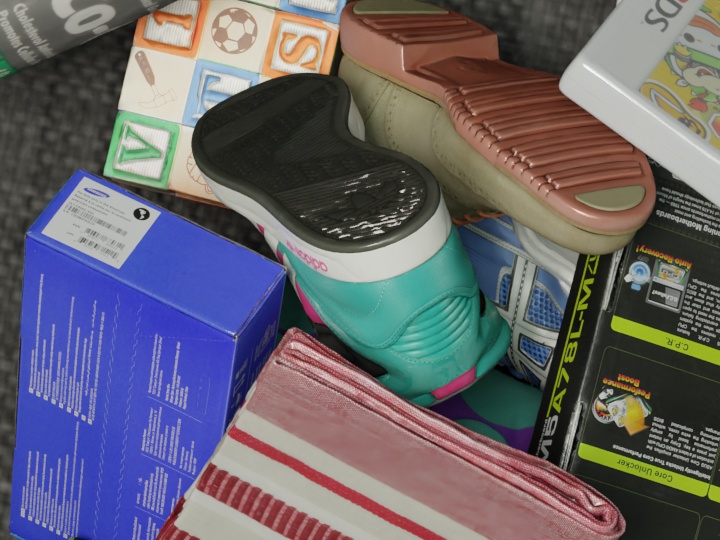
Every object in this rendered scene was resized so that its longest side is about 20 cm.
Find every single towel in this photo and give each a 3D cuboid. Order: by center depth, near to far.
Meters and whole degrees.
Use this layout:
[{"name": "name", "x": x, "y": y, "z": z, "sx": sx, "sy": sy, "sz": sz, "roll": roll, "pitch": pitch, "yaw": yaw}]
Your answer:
[{"name": "towel", "x": 0.001, "y": 0.110, "z": 1.150, "sx": 0.144, "sy": 0.200, "sz": 0.023, "roll": 29, "pitch": 51, "yaw": -3}]

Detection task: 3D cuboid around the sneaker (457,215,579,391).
[{"name": "sneaker", "x": 0.089, "y": 0.025, "z": 1.286, "sx": 0.077, "sy": 0.076, "sz": 0.201, "roll": -28, "pitch": 86, "yaw": 24}]

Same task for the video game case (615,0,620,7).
[{"name": "video game case", "x": 0.213, "y": -0.123, "z": 1.300, "sx": 0.199, "sy": 0.018, "sz": 0.144, "roll": 9, "pitch": 89, "yaw": 3}]

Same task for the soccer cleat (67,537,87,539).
[{"name": "soccer cleat", "x": -0.112, "y": 0.196, "z": 1.184, "sx": 0.081, "sy": 0.068, "sz": 0.201, "roll": 15, "pitch": 46, "yaw": -11}]

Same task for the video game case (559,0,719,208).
[{"name": "video game case", "x": 0.197, "y": -0.064, "z": 1.215, "sx": 0.200, "sy": 0.182, "sz": 0.023, "roll": 36, "pitch": 131, "yaw": 3}]

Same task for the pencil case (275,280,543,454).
[{"name": "pencil case", "x": -0.003, "y": 0.065, "z": 1.254, "sx": 0.199, "sy": 0.085, "sz": 0.093, "roll": 21, "pitch": 60, "yaw": 18}]

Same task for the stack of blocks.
[{"name": "stack of blocks", "x": -0.058, "y": -0.130, "z": 1.294, "sx": 0.114, "sy": 0.059, "sz": 0.201, "roll": 13, "pitch": 90, "yaw": 3}]

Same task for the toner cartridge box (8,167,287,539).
[{"name": "toner cartridge box", "x": -0.089, "y": 0.056, "z": 1.198, "sx": 0.095, "sy": 0.201, "sz": 0.043, "roll": 27, "pitch": 51, "yaw": 13}]

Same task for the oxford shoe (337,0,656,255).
[{"name": "oxford shoe", "x": 0.053, "y": -0.045, "z": 1.211, "sx": 0.070, "sy": 0.200, "sz": 0.074, "roll": -5, "pitch": 118, "yaw": -27}]

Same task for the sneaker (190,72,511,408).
[{"name": "sneaker", "x": 0.000, "y": 0.000, "z": 1.191, "sx": 0.083, "sy": 0.200, "sz": 0.121, "roll": -25, "pitch": 117, "yaw": -9}]

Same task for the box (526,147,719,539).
[{"name": "box", "x": 0.171, "y": 0.063, "z": 1.204, "sx": 0.199, "sy": 0.047, "sz": 0.194, "roll": 18, "pitch": 82, "yaw": -17}]

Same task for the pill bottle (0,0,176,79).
[{"name": "pill bottle", "x": -0.102, "y": -0.159, "z": 1.212, "sx": 0.199, "sy": 0.113, "sz": 0.114, "roll": -23, "pitch": 88, "yaw": 4}]
